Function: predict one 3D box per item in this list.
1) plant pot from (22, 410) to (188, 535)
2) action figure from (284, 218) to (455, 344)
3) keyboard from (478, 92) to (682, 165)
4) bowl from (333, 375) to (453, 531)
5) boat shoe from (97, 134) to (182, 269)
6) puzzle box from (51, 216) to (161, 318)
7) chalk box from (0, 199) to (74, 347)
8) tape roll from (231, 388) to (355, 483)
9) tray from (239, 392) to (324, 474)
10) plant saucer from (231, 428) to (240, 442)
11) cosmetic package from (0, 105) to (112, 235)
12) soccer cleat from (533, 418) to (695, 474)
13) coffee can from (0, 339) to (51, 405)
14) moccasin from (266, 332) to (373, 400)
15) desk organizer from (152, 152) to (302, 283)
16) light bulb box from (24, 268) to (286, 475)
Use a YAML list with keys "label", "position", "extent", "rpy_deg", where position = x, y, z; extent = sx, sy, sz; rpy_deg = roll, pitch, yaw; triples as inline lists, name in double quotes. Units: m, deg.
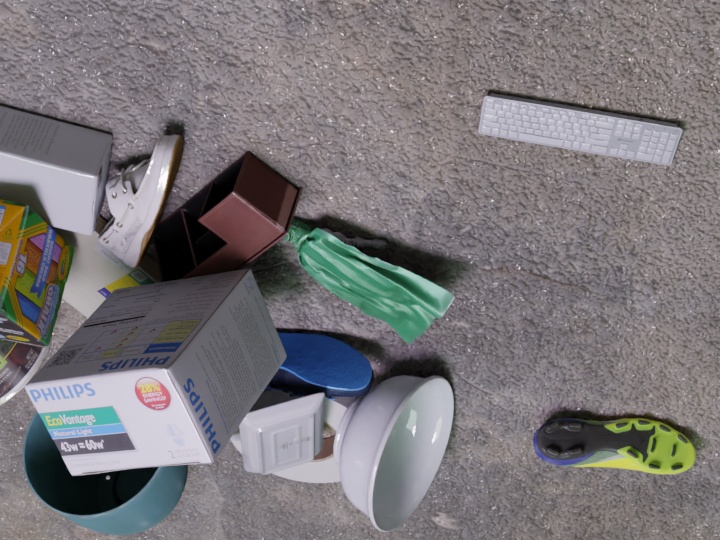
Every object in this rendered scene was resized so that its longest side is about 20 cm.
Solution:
- label: "plant pot"
  position: [-0.315, 0.251, 1.902]
  extent: [0.199, 0.202, 0.161]
  rpy_deg: [0, 152, 15]
- label: "action figure"
  position: [0.000, 0.000, 1.643]
  extent: [0.199, 0.055, 0.118]
  rpy_deg: [30, 137, -9]
- label: "keyboard"
  position: [0.219, -0.141, 1.466]
  extent: [0.198, 0.011, 0.057]
  rpy_deg: [10, 138, 4]
- label: "bowl"
  position: [0.029, 0.209, 1.786]
  extent: [0.090, 0.201, 0.202]
  rpy_deg: [21, 144, 26]
- label: "boat shoe"
  position: [-0.248, -0.080, 1.604]
  extent: [0.069, 0.071, 0.200]
  rpy_deg: [25, 134, -5]
- label: "puzzle box"
  position: [-0.316, 0.000, 1.744]
  extent: [0.133, 0.026, 0.200]
  rpy_deg: [-25, 126, 35]
- label: "chalk box"
  position: [-0.405, 0.005, 1.629]
  extent: [0.124, 0.125, 0.200]
  rpy_deg: [10, 165, 10]
- label: "tape roll"
  position: [-0.074, 0.205, 1.899]
  extent: [0.201, 0.037, 0.204]
  rpy_deg: [7, 138, 6]
- label: "tray"
  position: [-0.093, 0.207, 1.794]
  extent: [0.107, 0.022, 0.200]
  rpy_deg: [-16, 155, -10]
- label: "plant saucer"
  position: [-0.203, 0.136, 1.813]
  extent: [0.199, 0.050, 0.200]
  rpy_deg: [31, 159, 13]
- label: "cosmetic package"
  position: [-0.377, -0.117, 1.597]
  extent: [0.198, 0.074, 0.102]
  rpy_deg: [14, 139, -4]
- label: "soccer cleat"
  position: [0.313, 0.216, 1.811]
  extent: [0.198, 0.065, 0.084]
  rpy_deg: [5, 168, 3]
- label: "coffee can"
  position: [-0.491, 0.055, 1.758]
  extent: [0.145, 0.147, 0.200]
  rpy_deg: [-18, 131, 30]
- label: "moccasin"
  position: [-0.074, 0.116, 1.786]
  extent: [0.198, 0.081, 0.068]
  rpy_deg: [15, 146, 20]
- label: "desk organizer"
  position: [-0.161, -0.042, 1.626]
  extent: [0.077, 0.072, 0.200]
  rpy_deg: [37, 133, -22]
- label: "light bulb box"
  position: [-0.218, 0.110, 1.586]
  extent: [0.197, 0.200, 0.126]
  rpy_deg: [-9, 117, 29]
